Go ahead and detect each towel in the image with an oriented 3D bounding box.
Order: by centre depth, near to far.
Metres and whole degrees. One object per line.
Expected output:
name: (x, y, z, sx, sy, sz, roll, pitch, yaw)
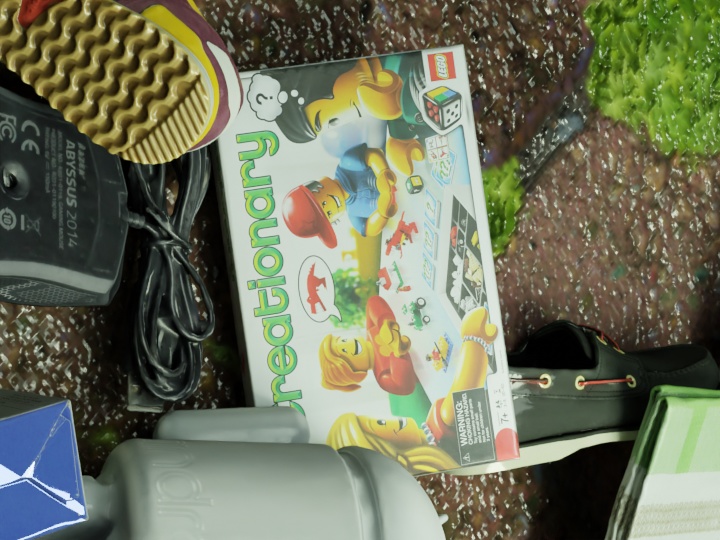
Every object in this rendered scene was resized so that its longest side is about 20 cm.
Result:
towel: (0.176, 0.157, 1.021, 0.148, 0.031, 0.202, 4, 107, -42)

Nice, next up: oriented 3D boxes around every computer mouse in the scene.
computer mouse: (-0.149, -0.022, 0.805, 0.199, 0.052, 0.140, 21, 63, -46)

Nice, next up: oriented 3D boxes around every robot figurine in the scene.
robot figurine: (-0.046, 0.131, 0.812, 0.198, 0.113, 0.171, 3, 54, -19)

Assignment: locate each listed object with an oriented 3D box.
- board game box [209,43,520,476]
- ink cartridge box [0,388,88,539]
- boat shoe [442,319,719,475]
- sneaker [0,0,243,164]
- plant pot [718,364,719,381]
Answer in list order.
board game box: (0.000, 0.000, 0.902, 0.125, 0.035, 0.202, -9, 91, -12)
ink cartridge box: (-0.189, 0.068, 0.664, 0.093, 0.199, 0.045, -15, 101, -39)
boat shoe: (0.118, 0.059, 0.999, 0.200, 0.073, 0.064, -7, 98, -35)
sneaker: (-0.133, -0.126, 0.812, 0.200, 0.075, 0.090, 47, 16, 0)
plant pot: (0.326, 0.101, 1.109, 0.173, 0.198, 0.202, -1, 86, -55)
